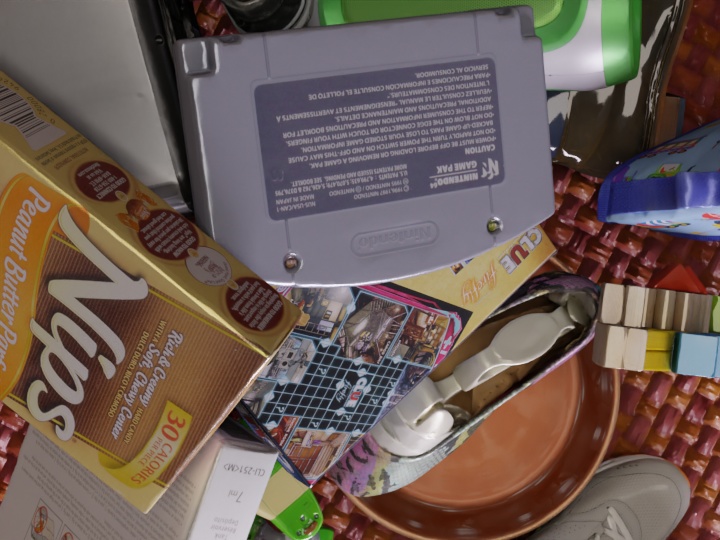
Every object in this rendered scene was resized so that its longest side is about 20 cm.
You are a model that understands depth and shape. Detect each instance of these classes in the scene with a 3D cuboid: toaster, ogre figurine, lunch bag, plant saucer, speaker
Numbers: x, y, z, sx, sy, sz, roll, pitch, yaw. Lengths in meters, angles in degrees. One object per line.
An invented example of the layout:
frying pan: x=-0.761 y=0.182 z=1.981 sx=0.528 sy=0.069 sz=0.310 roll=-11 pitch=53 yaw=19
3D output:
toaster: x=-0.143 y=-0.102 z=0.687 sx=0.118 sy=0.181 sz=0.201 roll=-15 pitch=96 yaw=2
ogre figurine: x=-0.059 y=0.164 z=0.732 sx=0.098 sy=0.120 sz=0.201 roll=-13 pitch=92 yaw=-18
lunch bag: x=0.242 y=-0.057 z=0.688 sx=0.199 sy=0.150 sz=0.095 roll=-9 pitch=95 yaw=-40
plant saucer: x=0.063 y=0.072 z=0.778 sx=0.199 sy=0.032 sz=0.202 roll=0 pitch=87 yaw=-2
speaker: x=0.061 y=-0.147 z=0.717 sx=0.199 sy=0.088 sz=0.089 roll=1 pitch=94 yaw=17

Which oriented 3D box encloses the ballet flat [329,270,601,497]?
ballet flat: x=0.061 y=0.063 z=0.727 sx=0.200 sy=0.071 sz=0.069 roll=-34 pitch=81 yaw=-2

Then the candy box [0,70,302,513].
candy box: x=-0.141 y=0.007 z=0.577 sx=0.200 sy=0.055 sz=0.116 roll=39 pitch=116 yaw=-1

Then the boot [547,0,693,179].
boot: x=0.149 y=-0.155 z=0.756 sx=0.096 sy=0.075 sz=0.201 roll=0 pitch=96 yaw=-7

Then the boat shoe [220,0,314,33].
boat shoe: x=-0.078 y=-0.219 z=0.653 sx=0.072 sy=0.071 sz=0.201 roll=-28 pitch=81 yaw=4

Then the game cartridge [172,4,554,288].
game cartridge: x=0.007 y=-0.061 z=0.629 sx=0.199 sy=0.041 sz=0.134 roll=-10 pitch=97 yaw=-24

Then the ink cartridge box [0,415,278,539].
ink cartridge box: x=-0.143 y=0.145 z=0.699 sx=0.043 sy=0.200 sz=0.174 roll=18 pitch=94 yaw=-40

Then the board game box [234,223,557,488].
board game box: x=0.000 y=0.000 z=0.672 sx=0.200 sy=0.035 sz=0.136 roll=-41 pitch=107 yaw=-17

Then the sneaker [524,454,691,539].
sneaker: x=0.130 y=0.191 z=0.769 sx=0.200 sy=0.092 sz=0.076 roll=-34 pitch=95 yaw=-2

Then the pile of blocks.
pile of blocks: x=0.208 y=0.029 z=0.727 sx=0.082 sy=0.199 sz=0.063 roll=7 pitch=91 yaw=40
